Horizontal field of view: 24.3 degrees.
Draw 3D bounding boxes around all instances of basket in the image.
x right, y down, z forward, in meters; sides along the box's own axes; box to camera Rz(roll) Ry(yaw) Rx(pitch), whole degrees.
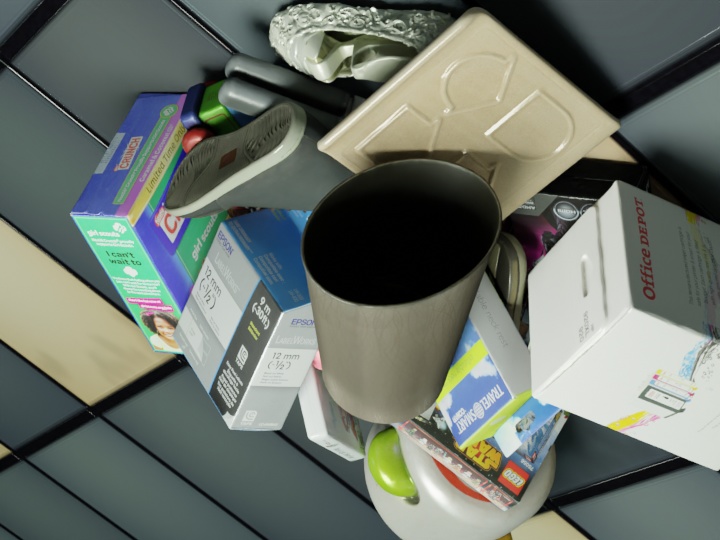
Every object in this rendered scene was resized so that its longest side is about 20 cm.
[{"bbox_3d":[0.026,0.029,1.415,0.136,0.180,0.201,45,151,26],"label":"basket"}]

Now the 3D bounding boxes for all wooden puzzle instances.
[{"bbox_3d":[0.090,-0.122,1.399,0.199,0.047,0.185,30,124,-35],"label":"wooden puzzle"}]

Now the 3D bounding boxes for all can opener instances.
[{"bbox_3d":[-0.026,-0.145,1.486,0.198,0.053,0.067,18,153,-9],"label":"can opener"}]

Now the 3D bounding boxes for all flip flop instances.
[{"bbox_3d":[0.129,0.044,1.552,0.081,0.057,0.201,45,141,36],"label":"flip flop"}]

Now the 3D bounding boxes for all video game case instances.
[{"bbox_3d":[-0.043,0.081,1.657,0.023,0.202,0.182,-15,165,8],"label":"video game case"}]

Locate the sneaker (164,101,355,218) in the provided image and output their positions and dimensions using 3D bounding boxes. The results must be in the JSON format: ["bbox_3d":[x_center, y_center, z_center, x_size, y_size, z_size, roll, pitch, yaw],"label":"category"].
[{"bbox_3d":[-0.087,-0.074,1.504,0.106,0.075,0.199,32,146,-32],"label":"sneaker"}]

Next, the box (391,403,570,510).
[{"bbox_3d":[0.106,0.127,1.686,0.199,0.137,0.040,38,152,-4],"label":"box"}]

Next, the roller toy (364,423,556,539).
[{"bbox_3d":[0.103,0.203,1.765,0.199,0.183,0.140,34,144,-7],"label":"roller toy"}]

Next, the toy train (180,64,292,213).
[{"bbox_3d":[-0.073,-0.106,1.590,0.115,0.085,0.200,-18,129,27],"label":"toy train"}]

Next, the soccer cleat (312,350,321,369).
[{"bbox_3d":[0.000,0.000,1.544,0.076,0.202,0.067,11,-173,-18],"label":"soccer cleat"}]

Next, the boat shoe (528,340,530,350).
[{"bbox_3d":[0.228,0.101,1.627,0.075,0.063,0.199,44,163,-33],"label":"boat shoe"}]

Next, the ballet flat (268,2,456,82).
[{"bbox_3d":[-0.006,-0.192,1.438,0.198,0.072,0.072,3,139,31],"label":"ballet flat"}]

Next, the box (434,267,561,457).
[{"bbox_3d":[0.095,0.067,1.517,0.201,0.047,0.122,62,149,16],"label":"box"}]

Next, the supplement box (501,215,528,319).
[{"bbox_3d":[0.098,-0.029,1.579,0.108,0.061,0.201,12,142,19],"label":"supplement box"}]

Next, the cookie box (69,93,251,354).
[{"bbox_3d":[-0.183,-0.045,1.649,0.075,0.172,0.201,1,138,28],"label":"cookie box"}]

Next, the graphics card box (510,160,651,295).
[{"bbox_3d":[0.211,-0.016,1.532,0.124,0.051,0.201,8,140,23],"label":"graphics card box"}]

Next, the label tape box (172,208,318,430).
[{"bbox_3d":[-0.090,0.025,1.537,0.066,0.144,0.201,3,124,-35],"label":"label tape box"}]

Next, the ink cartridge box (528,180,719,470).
[{"bbox_3d":[0.262,0.049,1.430,0.199,0.148,0.145,22,134,-20],"label":"ink cartridge box"}]
